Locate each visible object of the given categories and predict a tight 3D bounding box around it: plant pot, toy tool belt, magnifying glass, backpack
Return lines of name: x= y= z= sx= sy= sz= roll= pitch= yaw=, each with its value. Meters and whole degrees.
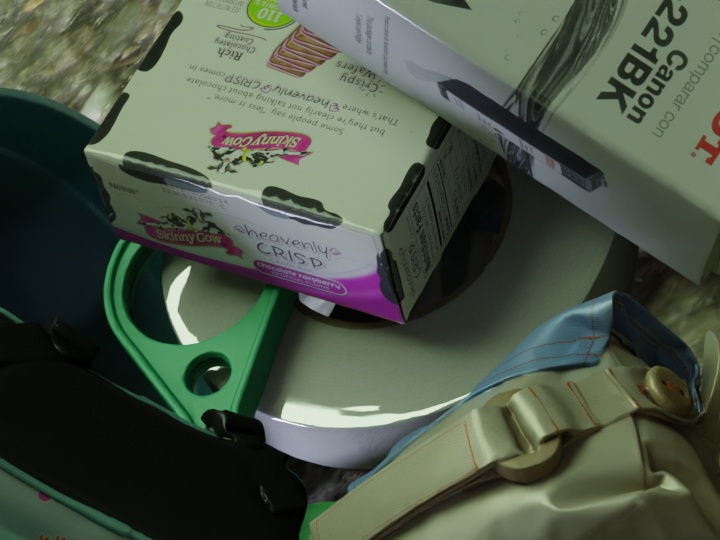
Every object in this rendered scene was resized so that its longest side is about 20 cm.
plant pot: x=-0.177 y=0.057 z=1.123 sx=0.188 sy=0.200 sz=0.201 roll=-36 pitch=25 yaw=34
toy tool belt: x=0.073 y=0.063 z=0.873 sx=0.200 sy=0.125 sz=0.123 roll=-37 pitch=33 yaw=20
magnifying glass: x=-0.057 y=0.051 z=1.033 sx=0.079 sy=0.022 sz=0.201 roll=-16 pitch=52 yaw=9
backpack: x=-0.128 y=0.138 z=0.906 sx=0.200 sy=0.175 sz=0.154 roll=-49 pitch=24 yaw=33

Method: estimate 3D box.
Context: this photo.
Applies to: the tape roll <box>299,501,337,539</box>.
tape roll: x=-0.046 y=0.180 z=0.982 sx=0.200 sy=0.048 sz=0.201 roll=-38 pitch=25 yaw=21

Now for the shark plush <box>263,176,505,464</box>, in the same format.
shark plush: x=0.000 y=0.000 z=1.149 sx=0.201 sy=0.083 sz=0.091 roll=-56 pitch=19 yaw=-13

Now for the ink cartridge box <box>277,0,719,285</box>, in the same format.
ink cartridge box: x=0.088 y=-0.113 z=0.972 sx=0.145 sy=0.199 sz=0.084 roll=-55 pitch=-9 yaw=-12

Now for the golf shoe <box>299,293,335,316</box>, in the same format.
golf shoe: x=-0.068 y=0.011 z=1.242 sx=0.200 sy=0.091 sz=0.076 roll=-38 pitch=25 yaw=22

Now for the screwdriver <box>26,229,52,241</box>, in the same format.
screwdriver: x=-0.076 y=-0.026 z=1.248 sx=0.029 sy=0.028 sz=0.199 roll=18 pitch=19 yaw=37

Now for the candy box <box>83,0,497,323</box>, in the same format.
candy box: x=-0.003 y=-0.087 z=1.066 sx=0.136 sy=0.061 sz=0.201 roll=17 pitch=58 yaw=24

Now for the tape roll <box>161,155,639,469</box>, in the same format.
tape roll: x=0.015 y=-0.014 z=1.082 sx=0.201 sy=0.037 sz=0.204 roll=-11 pitch=55 yaw=15
